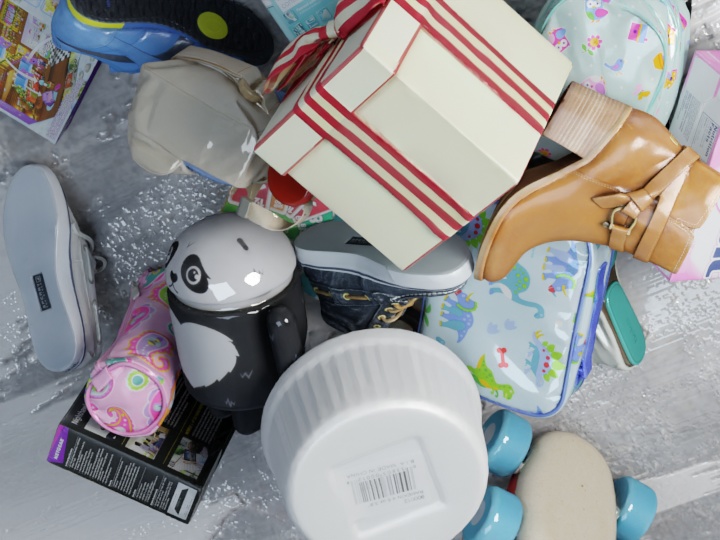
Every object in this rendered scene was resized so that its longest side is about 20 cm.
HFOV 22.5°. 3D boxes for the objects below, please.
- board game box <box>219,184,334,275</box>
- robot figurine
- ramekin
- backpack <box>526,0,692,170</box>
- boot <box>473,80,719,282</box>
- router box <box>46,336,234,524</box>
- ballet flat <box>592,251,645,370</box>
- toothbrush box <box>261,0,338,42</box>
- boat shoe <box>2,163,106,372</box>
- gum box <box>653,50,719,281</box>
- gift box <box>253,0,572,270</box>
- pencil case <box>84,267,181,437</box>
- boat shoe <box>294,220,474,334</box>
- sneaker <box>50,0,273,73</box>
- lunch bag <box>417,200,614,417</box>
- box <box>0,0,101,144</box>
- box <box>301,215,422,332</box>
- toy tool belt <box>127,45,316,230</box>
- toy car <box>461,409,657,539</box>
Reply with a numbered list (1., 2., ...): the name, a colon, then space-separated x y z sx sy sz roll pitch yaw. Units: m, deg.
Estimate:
1. board game box: -0.093 -0.023 1.681 0.095 0.030 0.201 28 123 -2
2. robot figurine: -0.111 0.046 1.635 0.149 0.125 0.202 1 120 14
3. ramekin: 0.017 0.160 1.571 0.198 0.098 0.202 -5 121 -8
4. backpack: 0.203 -0.161 1.531 0.166 0.127 0.201 24 118 4
5. boot: 0.194 -0.041 1.485 0.154 0.077 0.201 31 112 0
6. router box: -0.198 0.143 1.753 0.148 0.200 0.051 25 120 0
7. ballet flat: 0.207 0.006 1.662 0.069 0.070 0.201 -10 116 19
8. toothbrush box: 0.008 -0.239 1.560 0.146 0.085 0.201 -27 108 24
9. boat shoe: -0.287 -0.004 1.771 0.074 0.086 0.204 -17 84 27
10. gum box: 0.320 -0.094 1.541 0.113 0.066 0.201 -4 125 -27
11. gift box: 0.036 -0.146 1.455 0.186 0.201 0.184 39 132 -13
12. pencil case: -0.201 0.073 1.718 0.087 0.200 0.088 3 119 6
13. boat shoe: 0.030 0.013 1.589 0.199 0.071 0.091 11 130 45
14. sneaker: -0.178 -0.208 1.617 0.198 0.066 0.079 8 144 -22
15. lunch bag: 0.139 0.022 1.604 0.160 0.082 0.202 17 117 21
16. box: -0.295 -0.233 1.664 0.136 0.039 0.201 31 121 -5
17. box: 0.000 0.000 1.713 0.199 0.049 0.083 31 121 -4
18. toy tool belt: -0.095 -0.117 1.559 0.199 0.123 0.126 26 109 21
19. toy car: 0.157 0.270 1.765 0.183 0.178 0.200 28 135 -16
